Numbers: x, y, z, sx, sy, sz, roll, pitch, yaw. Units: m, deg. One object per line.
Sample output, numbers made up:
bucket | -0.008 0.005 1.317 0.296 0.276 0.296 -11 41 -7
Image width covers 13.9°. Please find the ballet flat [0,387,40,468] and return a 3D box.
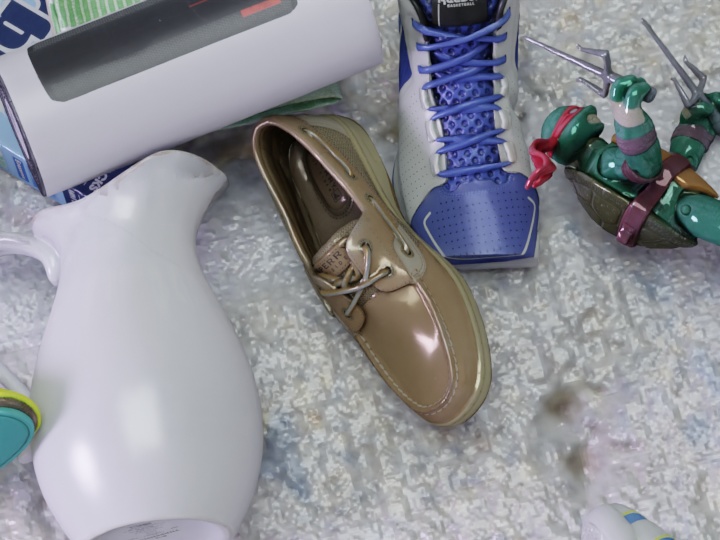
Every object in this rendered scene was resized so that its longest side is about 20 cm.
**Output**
ballet flat | -0.249 0.093 1.545 0.200 0.067 0.067 -32 45 27

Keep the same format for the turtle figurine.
turtle figurine | 0.169 -0.055 1.591 0.200 0.150 0.101 35 110 11

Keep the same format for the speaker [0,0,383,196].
speaker | -0.091 -0.111 1.575 0.200 0.081 0.081 -22 69 -8

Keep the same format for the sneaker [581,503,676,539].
sneaker | 0.206 0.183 1.521 0.105 0.076 0.200 -35 78 -23

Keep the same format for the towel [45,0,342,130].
towel | -0.107 -0.169 1.647 0.152 0.023 0.201 -13 69 -4

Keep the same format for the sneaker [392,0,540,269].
sneaker | 0.051 -0.105 1.611 0.080 0.115 0.200 -6 69 2

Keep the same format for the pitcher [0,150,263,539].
pitcher | -0.139 0.056 1.566 0.171 0.121 0.201 -17 66 20

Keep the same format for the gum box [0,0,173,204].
gum box | -0.177 -0.142 1.676 0.200 0.045 0.170 30 72 14

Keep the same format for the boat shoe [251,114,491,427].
boat shoe | 0.000 0.000 1.587 0.071 0.064 0.200 -46 60 27
